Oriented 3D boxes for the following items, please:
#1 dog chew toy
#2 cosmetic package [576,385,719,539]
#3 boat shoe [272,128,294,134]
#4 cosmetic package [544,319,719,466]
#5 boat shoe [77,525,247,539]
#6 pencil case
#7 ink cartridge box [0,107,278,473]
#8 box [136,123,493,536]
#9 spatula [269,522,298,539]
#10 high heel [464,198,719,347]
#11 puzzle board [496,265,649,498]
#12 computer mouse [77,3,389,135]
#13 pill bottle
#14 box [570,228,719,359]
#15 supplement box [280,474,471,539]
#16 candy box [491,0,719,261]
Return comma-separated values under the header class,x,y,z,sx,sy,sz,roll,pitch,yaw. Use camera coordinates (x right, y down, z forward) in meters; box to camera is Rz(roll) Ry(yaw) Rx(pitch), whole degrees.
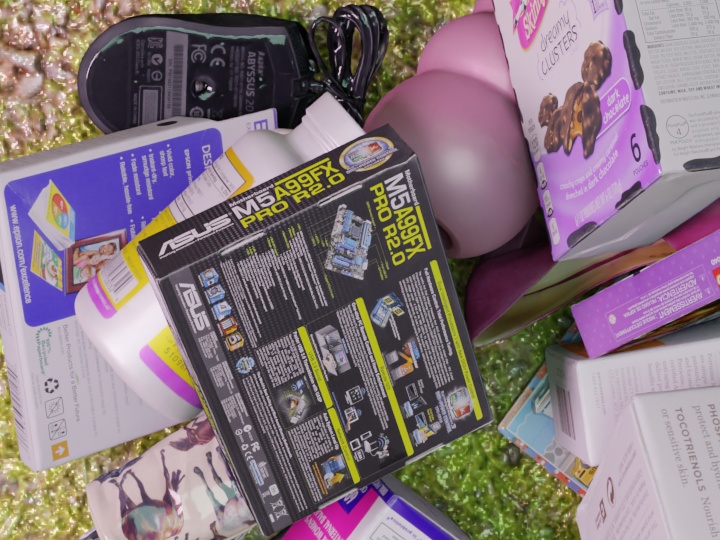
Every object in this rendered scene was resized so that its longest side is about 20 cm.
class,x,y,z,sx,sy,sz,roll,pitch,yaw
dog chew toy,0.082,-0.109,1.109,0.124,0.124,0.201,32,70,-8
cosmetic package,0.258,0.176,1.039,0.198,0.168,0.168,-5,57,-11
boat shoe,0.000,0.000,1.094,0.074,0.093,0.201,-38,117,-17
cosmetic package,0.232,0.073,1.134,0.198,0.101,0.072,-9,94,-6
boat shoe,-0.153,0.190,1.128,0.198,0.068,0.072,-25,97,-4
pencil case,-0.077,0.130,1.072,0.199,0.078,0.090,-29,73,-9
ink cartridge box,-0.137,0.007,1.091,0.198,0.043,0.200,-16,114,-29
box,-0.021,0.038,0.973,0.159,0.044,0.201,-26,126,-10
spatula,-0.101,0.231,1.160,0.200,0.021,0.057,-41,110,-5
high heel,0.155,0.000,1.094,0.067,0.198,0.097,45,51,-46
puzzle board,0.212,0.076,1.190,0.150,0.017,0.201,37,89,-8
computer mouse,-0.088,-0.120,1.122,0.198,0.053,0.140,5,109,-12
pill bottle,-0.068,-0.011,1.014,0.200,0.104,0.104,-42,98,3
box,0.248,-0.001,1.080,0.199,0.137,0.039,-14,78,-39
supplement box,-0.017,0.236,1.123,0.103,0.101,0.201,37,89,-21
candy box,0.147,-0.127,0.981,0.071,0.168,0.202,-8,76,-16
